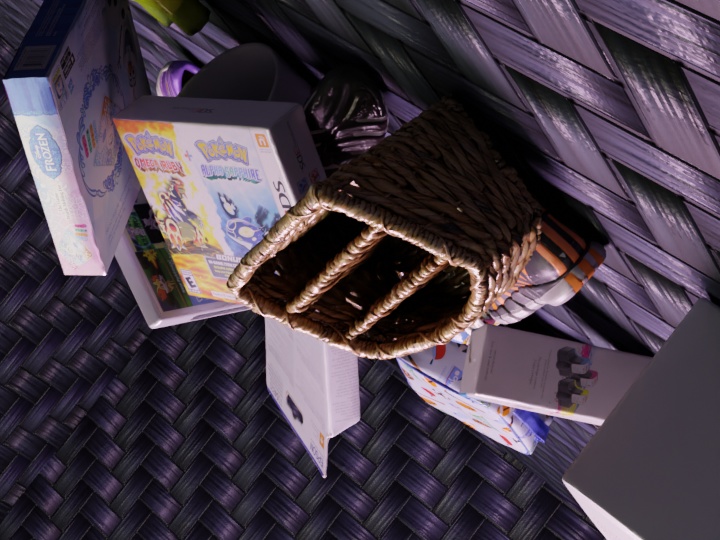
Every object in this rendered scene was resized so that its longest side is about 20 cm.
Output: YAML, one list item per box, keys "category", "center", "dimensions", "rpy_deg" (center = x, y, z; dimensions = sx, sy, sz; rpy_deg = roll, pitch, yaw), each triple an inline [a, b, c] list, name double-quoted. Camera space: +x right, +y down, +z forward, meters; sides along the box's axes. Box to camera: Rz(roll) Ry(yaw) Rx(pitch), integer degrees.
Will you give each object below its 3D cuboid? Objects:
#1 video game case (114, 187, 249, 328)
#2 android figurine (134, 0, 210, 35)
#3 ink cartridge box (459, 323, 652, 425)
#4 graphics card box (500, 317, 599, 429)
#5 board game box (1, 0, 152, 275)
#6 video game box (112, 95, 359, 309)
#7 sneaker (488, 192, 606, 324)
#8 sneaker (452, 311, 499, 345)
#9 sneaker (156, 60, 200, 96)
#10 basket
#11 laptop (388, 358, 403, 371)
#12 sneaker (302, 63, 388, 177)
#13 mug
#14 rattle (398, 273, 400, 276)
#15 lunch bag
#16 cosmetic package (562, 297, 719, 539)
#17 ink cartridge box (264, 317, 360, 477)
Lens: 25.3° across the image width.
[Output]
- category: "video game case"
  center: [-0.170, -0.048, 1.495]
  dimensions: [0.182, 0.022, 0.201]
  rpy_deg: [-10, -111, -52]
- category: "android figurine"
  center: [-0.223, -0.290, 1.439]
  dimensions: [0.200, 0.041, 0.182]
  rpy_deg: [42, 174, -30]
- category: "ink cartridge box"
  center: [0.198, 0.102, 1.469]
  dimensions: [0.198, 0.069, 0.115]
  rpy_deg: [12, 175, -3]
- category: "graphics card box"
  center: [0.218, 0.112, 1.716]
  dimensions: [0.125, 0.051, 0.200]
  rpy_deg: [43, 175, -30]
- category: "board game box"
  center: [-0.228, -0.136, 1.347]
  dimensions: [0.043, 0.201, 0.200]
  rpy_deg: [-1, 130, 12]
- category: "video game box"
  center: [-0.099, -0.053, 1.323]
  dimensions: [0.199, 0.047, 0.183]
  rpy_deg: [8, 126, 44]
- category: "sneaker"
  center: [0.115, -0.026, 1.254]
  dimensions: [0.112, 0.078, 0.200]
  rpy_deg: [43, 163, -3]
- category: "sneaker"
  center: [0.116, 0.032, 1.538]
  dimensions: [0.075, 0.090, 0.200]
  rpy_deg: [38, 175, 3]
- category: "sneaker"
  center: [-0.153, -0.161, 1.831]
  dimensions: [0.200, 0.081, 0.083]
  rpy_deg: [41, 168, -12]
- category: "basket"
  center: [0.019, -0.003, 1.152]
  dimensions: [0.143, 0.149, 0.200]
  rpy_deg: [52, 147, 1]
- category: "laptop"
  center: [0.001, -0.007, 1.806]
  dimensions: [0.200, 0.116, 0.187]
  rpy_deg: [40, 175, 16]
- category: "sneaker"
  center: [-0.026, -0.128, 1.327]
  dimensions: [0.201, 0.075, 0.116]
  rpy_deg: [98, 164, -55]
- category: "mug"
  center: [-0.080, -0.115, 1.493]
  dimensions: [0.175, 0.147, 0.201]
  rpy_deg: [43, -155, -36]
- category: "rattle"
  center: [0.000, 0.000, 1.484]
  dimensions: [0.199, 0.132, 0.142]
  rpy_deg: [-8, 179, 43]
- category: "lunch bag"
  center: [0.131, 0.127, 1.751]
  dimensions: [0.159, 0.076, 0.200]
  rpy_deg: [26, 170, 28]
- category: "cosmetic package"
  center: [0.273, 0.158, 1.134]
  dimensions: [0.166, 0.168, 0.200]
  rpy_deg: [36, 173, 30]
- category: "ink cartridge box"
  center: [-0.051, 0.068, 1.580]
  dimensions: [0.200, 0.040, 0.202]
  rpy_deg: [-131, 36, -58]
